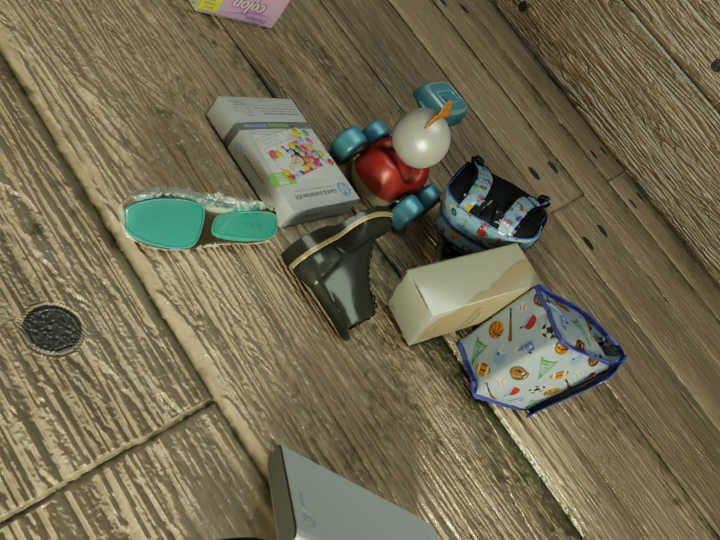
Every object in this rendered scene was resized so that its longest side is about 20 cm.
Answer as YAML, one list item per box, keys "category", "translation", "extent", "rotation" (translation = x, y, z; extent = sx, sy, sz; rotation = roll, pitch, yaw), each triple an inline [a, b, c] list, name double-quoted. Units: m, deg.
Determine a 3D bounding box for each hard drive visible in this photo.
- category: "hard drive"
  translation: [0.007, 0.247, 0.517]
  extent: [0.200, 0.026, 0.132]
  rotation: [35, 4, -20]

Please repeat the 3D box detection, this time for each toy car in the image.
- category: "toy car"
  translation: [0.091, -0.206, 0.927]
  extent: [0.184, 0.200, 0.177]
  rotation: [51, 35, 2]

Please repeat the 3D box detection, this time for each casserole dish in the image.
- category: "casserole dish"
  translation: [0.206, -0.421, 1.387]
  extent: [0.121, 0.039, 0.200]
  rotation: [51, 36, 4]

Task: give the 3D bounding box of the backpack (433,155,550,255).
- category: "backpack"
  translation: [0.208, -0.081, 0.927]
  extent: [0.182, 0.135, 0.200]
  rotation: [33, 33, 7]

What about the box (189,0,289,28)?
- category: "box"
  translation: [-0.242, -0.547, 0.974]
  extent: [0.176, 0.097, 0.200]
  rotation: [-15, 70, -52]

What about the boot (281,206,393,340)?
- category: "boot"
  translation: [0.000, 0.000, 0.761]
  extent: [0.200, 0.077, 0.139]
  rotation: [-29, 84, -41]

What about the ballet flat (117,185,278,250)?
- category: "ballet flat"
  translation: [-0.185, -0.060, 0.630]
  extent: [0.200, 0.072, 0.072]
  rotation: [2, 56, -48]

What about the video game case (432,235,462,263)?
- category: "video game case"
  translation: [0.211, 0.005, 0.959]
  extent: [0.181, 0.023, 0.200]
  rotation: [27, 33, -2]

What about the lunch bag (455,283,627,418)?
- category: "lunch bag"
  translation: [0.279, 0.136, 0.838]
  extent: [0.200, 0.170, 0.124]
  rotation: [24, 41, -35]

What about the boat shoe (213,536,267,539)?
- category: "boat shoe"
  translation: [-0.046, 0.266, 0.461]
  extent: [0.199, 0.066, 0.075]
  rotation: [35, 39, -19]

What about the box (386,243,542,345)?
- category: "box"
  translation: [0.149, 0.032, 0.804]
  extent: [0.199, 0.095, 0.078]
  rotation: [-14, 64, -26]

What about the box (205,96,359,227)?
- category: "box"
  translation: [-0.109, -0.164, 0.812]
  extent: [0.156, 0.041, 0.200]
  rotation: [-20, 74, -52]
